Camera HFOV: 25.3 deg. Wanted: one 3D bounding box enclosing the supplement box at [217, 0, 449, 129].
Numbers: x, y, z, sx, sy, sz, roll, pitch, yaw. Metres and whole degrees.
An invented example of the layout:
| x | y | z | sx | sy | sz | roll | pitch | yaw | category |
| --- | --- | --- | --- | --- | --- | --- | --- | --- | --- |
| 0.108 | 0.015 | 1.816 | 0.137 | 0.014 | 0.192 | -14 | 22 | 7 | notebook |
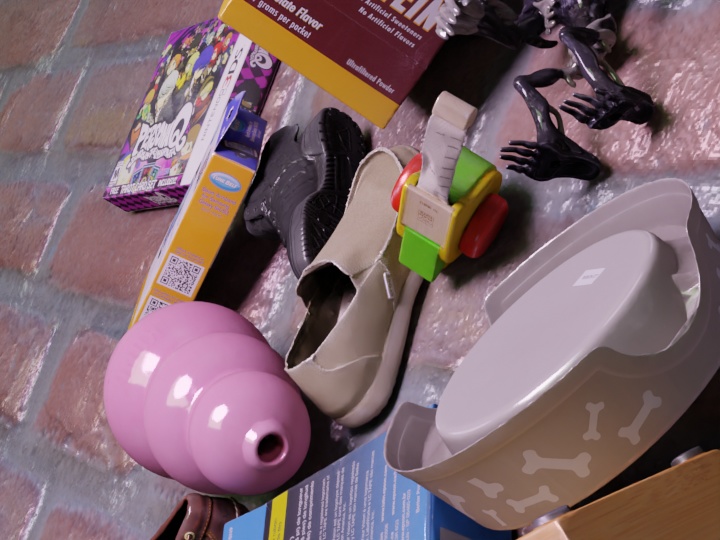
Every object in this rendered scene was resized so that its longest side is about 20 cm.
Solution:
| x | y | z | sx | sy | sz | roll | pitch | yaw | category |
| --- | --- | --- | --- | --- | --- | --- | --- | --- | --- |
| 0.017 | -0.236 | 1.099 | 0.200 | 0.132 | 0.197 | -54 | 12 | 16 | supplement box |

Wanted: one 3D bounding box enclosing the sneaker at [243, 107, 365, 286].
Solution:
| x | y | z | sx | sy | sz | roll | pitch | yaw | category |
| --- | --- | --- | --- | --- | --- | --- | --- | --- | --- |
| -0.044 | -0.043 | 1.174 | 0.104 | 0.060 | 0.201 | -40 | 33 | 38 | sneaker |

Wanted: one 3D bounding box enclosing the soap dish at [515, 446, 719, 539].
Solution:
| x | y | z | sx | sy | sz | roll | pitch | yaw | category |
| --- | --- | --- | --- | --- | --- | --- | --- | --- | --- |
| 0.081 | 0.154 | 0.698 | 0.200 | 0.157 | 0.082 | -37 | 74 | 40 | soap dish |

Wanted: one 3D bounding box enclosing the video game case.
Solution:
| x | y | z | sx | sy | sz | roll | pitch | yaw | category |
| --- | --- | --- | --- | --- | --- | --- | --- | --- | --- |
| -0.149 | -0.145 | 1.447 | 0.200 | 0.036 | 0.182 | -2 | 64 | 58 | video game case |

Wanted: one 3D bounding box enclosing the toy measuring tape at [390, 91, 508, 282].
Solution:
| x | y | z | sx | sy | sz | roll | pitch | yaw | category |
| --- | --- | --- | --- | --- | --- | --- | --- | --- | --- |
| 0.058 | -0.060 | 0.953 | 0.200 | 0.073 | 0.074 | 98 | -178 | -61 | toy measuring tape |

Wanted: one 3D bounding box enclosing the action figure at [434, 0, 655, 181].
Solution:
| x | y | z | sx | sy | sz | roll | pitch | yaw | category |
| --- | --- | --- | --- | --- | --- | --- | --- | --- | --- |
| 0.115 | -0.157 | 0.962 | 0.119 | 0.102 | 0.201 | -40 | 39 | 37 | action figure |

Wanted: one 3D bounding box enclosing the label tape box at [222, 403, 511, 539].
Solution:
| x | y | z | sx | sy | sz | roll | pitch | yaw | category |
| --- | --- | --- | --- | --- | --- | --- | --- | --- | --- |
| -0.002 | 0.183 | 0.905 | 0.200 | 0.063 | 0.145 | -35 | 40 | 41 | label tape box |

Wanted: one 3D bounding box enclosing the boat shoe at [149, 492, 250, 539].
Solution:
| x | y | z | sx | sy | sz | roll | pitch | yaw | category |
| --- | --- | --- | --- | --- | --- | --- | --- | --- | --- |
| -0.145 | 0.219 | 1.103 | 0.200 | 0.070 | 0.071 | -49 | 35 | 26 | boat shoe |

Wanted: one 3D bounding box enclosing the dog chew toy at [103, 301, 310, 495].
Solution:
| x | y | z | sx | sy | sz | roll | pitch | yaw | category |
| --- | --- | --- | --- | --- | --- | --- | --- | --- | --- |
| -0.096 | 0.092 | 1.065 | 0.125 | 0.124 | 0.200 | -64 | 26 | -2 | dog chew toy |

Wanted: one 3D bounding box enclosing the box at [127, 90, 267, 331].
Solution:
| x | y | z | sx | sy | sz | roll | pitch | yaw | category |
| --- | --- | --- | --- | --- | --- | --- | --- | --- | --- |
| -0.123 | -0.041 | 1.253 | 0.201 | 0.041 | 0.119 | -60 | 11 | 22 | box |

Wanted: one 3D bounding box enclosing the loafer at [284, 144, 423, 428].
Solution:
| x | y | z | sx | sy | sz | roll | pitch | yaw | category |
| --- | --- | --- | --- | --- | --- | --- | --- | --- | --- |
| 0.000 | 0.000 | 1.048 | 0.076 | 0.068 | 0.201 | -20 | 51 | 48 | loafer |

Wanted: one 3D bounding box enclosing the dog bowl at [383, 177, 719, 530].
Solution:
| x | y | z | sx | sy | sz | roll | pitch | yaw | category |
| --- | --- | --- | --- | --- | --- | --- | --- | --- | --- |
| 0.103 | 0.044 | 0.787 | 0.200 | 0.059 | 0.200 | -42 | 11 | 10 | dog bowl |
